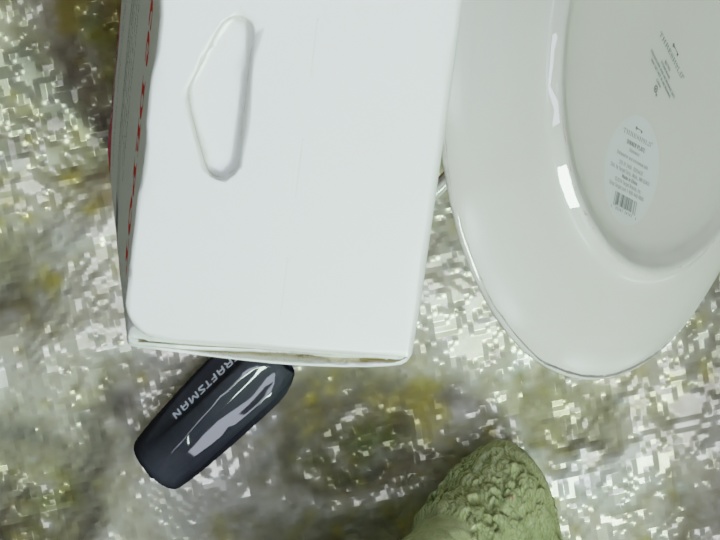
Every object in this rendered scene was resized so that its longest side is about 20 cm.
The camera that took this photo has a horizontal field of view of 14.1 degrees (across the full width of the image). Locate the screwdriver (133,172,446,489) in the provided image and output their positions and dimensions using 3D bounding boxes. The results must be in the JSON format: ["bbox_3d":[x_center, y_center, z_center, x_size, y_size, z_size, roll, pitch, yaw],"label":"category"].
[{"bbox_3d":[0.000,0.000,0.961,0.200,0.029,0.028,-43,109,11],"label":"screwdriver"}]

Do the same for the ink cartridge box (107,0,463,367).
[{"bbox_3d":[-0.026,-0.071,0.845,0.082,0.200,0.148,5,107,-9],"label":"ink cartridge box"}]

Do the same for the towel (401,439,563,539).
[{"bbox_3d":[0.039,0.175,0.982,0.036,0.148,0.201,0,116,37],"label":"towel"}]

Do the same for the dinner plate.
[{"bbox_3d":[0.087,-0.066,0.890,0.200,0.024,0.202,-13,106,-52],"label":"dinner plate"}]
